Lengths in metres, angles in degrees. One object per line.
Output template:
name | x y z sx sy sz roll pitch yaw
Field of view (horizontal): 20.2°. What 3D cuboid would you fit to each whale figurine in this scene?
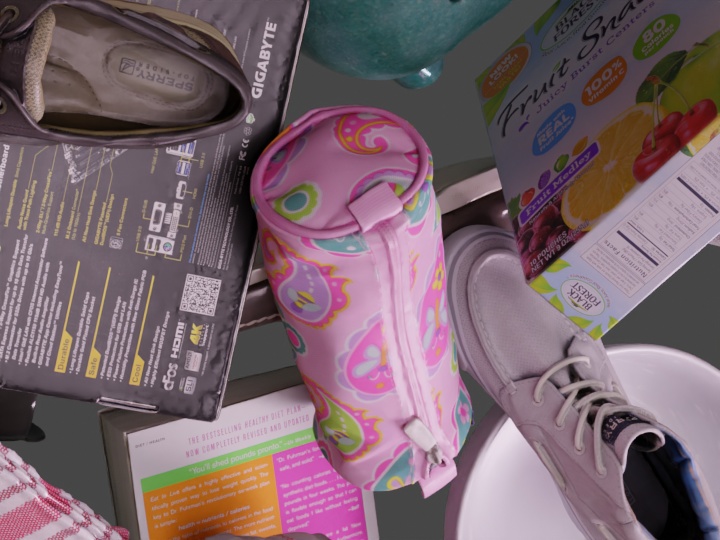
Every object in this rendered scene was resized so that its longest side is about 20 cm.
whale figurine | 0.047 -0.158 0.991 0.199 0.104 0.160 -9 120 -34

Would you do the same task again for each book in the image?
book | -0.052 0.156 1.038 0.133 0.048 0.201 -12 105 -22

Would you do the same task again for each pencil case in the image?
pencil case | 0.005 0.019 0.933 0.087 0.087 0.201 -30 139 -17

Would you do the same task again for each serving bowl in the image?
serving bowl | 0.129 0.135 1.099 0.199 0.066 0.201 -2 97 -22

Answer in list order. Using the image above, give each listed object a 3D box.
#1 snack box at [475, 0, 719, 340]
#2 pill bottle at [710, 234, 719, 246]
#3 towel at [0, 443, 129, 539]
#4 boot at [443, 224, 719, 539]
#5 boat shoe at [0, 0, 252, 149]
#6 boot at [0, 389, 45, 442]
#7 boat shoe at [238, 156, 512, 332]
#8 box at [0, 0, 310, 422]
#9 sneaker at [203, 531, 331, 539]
snack box | 0.130 -0.078 0.970 0.053 0.200 0.142 38 113 -25
pill bottle | 0.201 -0.063 1.026 0.109 0.200 0.110 -4 100 -23
towel | -0.213 0.111 0.908 0.146 0.030 0.200 -28 131 19
boot | 0.114 0.064 0.998 0.073 0.096 0.200 -40 108 -14
boat shoe | -0.138 -0.089 0.822 0.199 0.065 0.074 2 99 -21
boot | -0.211 -0.006 0.933 0.138 0.077 0.201 -5 112 -28
boat shoe | 0.000 0.000 1.022 0.199 0.072 0.060 -23 104 -25
box | -0.121 -0.043 0.897 0.159 0.049 0.201 11 94 -21
sneaker | -0.040 0.220 0.998 0.099 0.078 0.201 -6 114 -42
